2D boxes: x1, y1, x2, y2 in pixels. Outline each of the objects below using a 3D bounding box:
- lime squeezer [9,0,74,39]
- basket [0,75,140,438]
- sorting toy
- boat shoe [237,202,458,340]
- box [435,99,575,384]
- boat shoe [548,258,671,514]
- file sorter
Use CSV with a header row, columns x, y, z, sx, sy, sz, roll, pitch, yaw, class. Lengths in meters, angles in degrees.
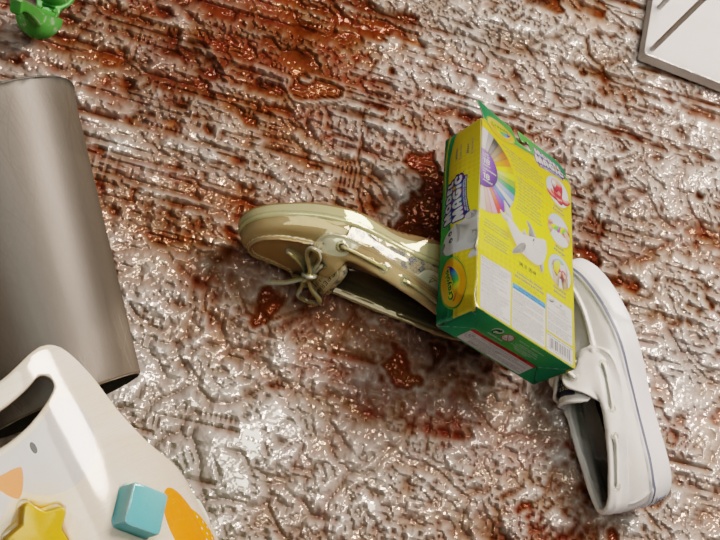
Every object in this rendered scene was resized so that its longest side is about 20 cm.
x,y,z,sx,sy,sz,roll,pitch,yaw,class
-0.245,-0.226,0.867,0.037,0.071,0.201,4,40,3,lime squeezer
-0.237,-0.001,0.755,0.178,0.136,0.202,-26,85,10,basket
-0.198,0.150,0.668,0.198,0.107,0.182,-28,97,-18,sorting toy
0.000,0.000,0.854,0.197,0.073,0.064,14,66,-12,boat shoe
0.115,-0.027,0.870,0.117,0.048,0.203,31,51,-32,box
0.184,0.090,0.876,0.064,0.074,0.203,-12,75,-23,boat shoe
0.358,-0.283,1.020,0.137,0.125,0.203,18,68,-10,file sorter
